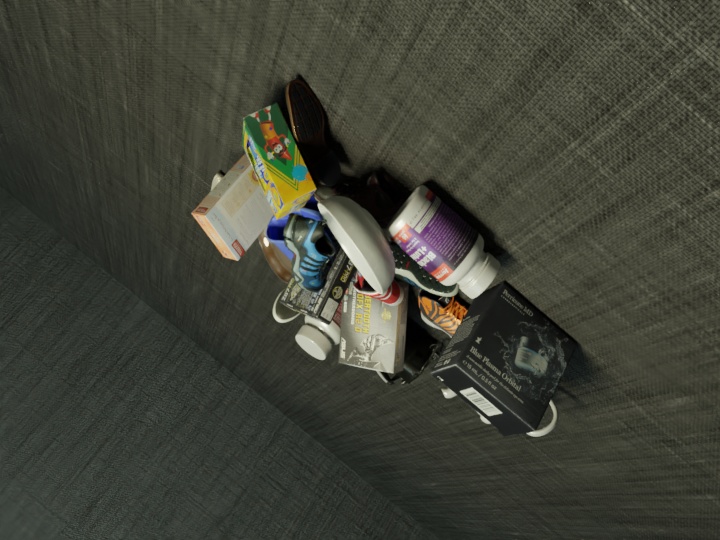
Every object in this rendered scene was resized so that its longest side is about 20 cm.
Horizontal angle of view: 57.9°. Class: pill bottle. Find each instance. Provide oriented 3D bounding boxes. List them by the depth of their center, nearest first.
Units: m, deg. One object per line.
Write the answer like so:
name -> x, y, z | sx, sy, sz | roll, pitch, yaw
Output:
pill bottle -> 0.149, -0.046, 1.156 | 0.199, 0.112, 0.111 | 40, 154, -5
pill bottle -> -0.068, 0.109, 1.588 | 0.108, 0.201, 0.110 | 28, 153, 16

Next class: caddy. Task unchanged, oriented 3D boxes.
caddy -> -0.116, -0.099, 1.380 | 0.197, 0.143, 0.105 | 5, 144, 46

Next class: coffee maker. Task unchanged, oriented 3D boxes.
coffee maker -> 0.083, 0.161, 1.594 | 0.198, 0.135, 0.193 | 37, 131, -3

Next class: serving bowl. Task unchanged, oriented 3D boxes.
serving bowl -> 0.005, -0.058, 1.179 | 0.202, 0.065, 0.200 | 54, 175, 6

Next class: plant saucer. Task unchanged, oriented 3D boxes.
plant saucer -> -0.195, -0.069, 1.587 | 0.200, 0.032, 0.204 | 40, 143, 38

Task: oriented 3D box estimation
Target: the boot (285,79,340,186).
boot -> -0.110, -0.250, 1.196 | 0.096, 0.074, 0.204 | 18, 137, 48

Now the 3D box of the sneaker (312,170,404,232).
sneaker -> 0.000, -0.157, 1.229 | 0.196, 0.077, 0.117 | 22, 147, 7

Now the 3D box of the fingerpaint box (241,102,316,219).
fingerpaint box -> -0.159, -0.197, 1.227 | 0.170, 0.072, 0.200 | 65, 169, -3

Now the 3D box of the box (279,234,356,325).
box -> -0.081, 0.002, 1.409 | 0.049, 0.204, 0.159 | 33, 168, -39

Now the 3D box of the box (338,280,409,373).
box -> 0.029, 0.119, 1.482 | 0.155, 0.206, 0.048 | 6, -177, 36

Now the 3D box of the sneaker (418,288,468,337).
sneaker -> 0.198, 0.091, 1.357 | 0.197, 0.078, 0.113 | 22, 152, 30

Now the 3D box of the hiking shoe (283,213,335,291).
hiking shoe -> -0.090, -0.022, 1.267 | 0.084, 0.076, 0.202 | 8, 144, 17

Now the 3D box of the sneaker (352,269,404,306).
sneaker -> 0.000, 0.000, 1.406 | 0.199, 0.072, 0.112 | 35, -175, 32

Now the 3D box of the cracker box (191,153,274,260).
cracker box -> -0.258, -0.143, 1.421 | 0.057, 0.201, 0.135 | 12, 145, 40

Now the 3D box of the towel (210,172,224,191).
towel -> -0.329, -0.164, 1.674 | 0.132, 0.035, 0.200 | 38, 154, -3

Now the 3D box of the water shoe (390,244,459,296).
water shoe -> 0.127, 0.001, 1.335 | 0.197, 0.073, 0.079 | 27, 175, 31

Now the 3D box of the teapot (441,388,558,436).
teapot -> 0.311, 0.272, 1.429 | 0.196, 0.147, 0.200 | 39, 154, -5

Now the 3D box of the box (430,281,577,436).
box -> 0.274, 0.170, 1.244 | 0.195, 0.202, 0.117 | 38, 155, -4

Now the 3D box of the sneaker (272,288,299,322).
sneaker -> -0.138, 0.041, 1.591 | 0.071, 0.200, 0.099 | 43, 143, 1
